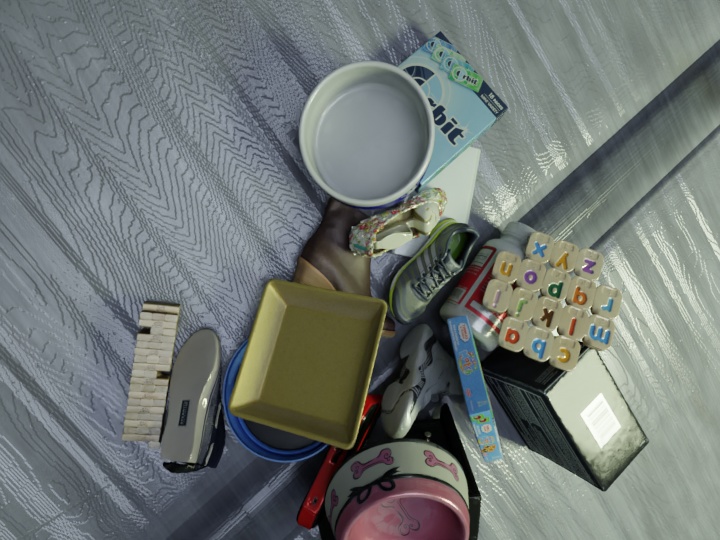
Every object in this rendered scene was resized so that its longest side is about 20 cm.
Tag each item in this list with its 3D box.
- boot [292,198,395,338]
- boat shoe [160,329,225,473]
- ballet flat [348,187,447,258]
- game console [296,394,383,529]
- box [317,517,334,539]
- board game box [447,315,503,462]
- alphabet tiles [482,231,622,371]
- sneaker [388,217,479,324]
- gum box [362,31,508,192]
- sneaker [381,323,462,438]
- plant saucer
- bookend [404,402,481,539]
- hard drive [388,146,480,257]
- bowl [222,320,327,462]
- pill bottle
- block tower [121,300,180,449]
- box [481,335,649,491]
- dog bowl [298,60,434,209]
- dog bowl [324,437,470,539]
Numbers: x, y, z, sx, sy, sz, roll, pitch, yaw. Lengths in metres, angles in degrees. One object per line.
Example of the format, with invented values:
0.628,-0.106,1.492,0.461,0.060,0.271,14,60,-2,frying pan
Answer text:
0.000,0.000,0.854,0.197,0.072,0.169,27,86,-14,boot
-0.238,0.199,0.805,0.073,0.093,0.205,2,67,16,boat shoe
0.072,-0.068,0.835,0.197,0.064,0.077,-29,127,-22,ballet flat
-0.024,0.285,0.823,0.031,0.177,0.203,26,86,14,game console
0.035,0.465,0.814,0.145,0.200,0.127,-18,114,-15,box
0.180,0.188,0.834,0.036,0.154,0.202,-14,141,9,board game box
0.293,0.044,0.821,0.196,0.015,0.199,19,72,11,alphabet tiles
0.116,-0.002,0.851,0.073,0.081,0.202,37,78,-16,sneaker
0.111,-0.257,0.865,0.199,0.045,0.171,-41,86,-10,gum box
0.107,0.195,0.864,0.114,0.075,0.202,40,47,-20,sneaker
-0.069,0.128,0.762,0.195,0.049,0.205,9,73,20,plant saucer
0.066,0.317,0.837,0.193,0.201,0.094,-3,116,-3,bookend
0.127,-0.119,0.910,0.129,0.026,0.206,10,91,-17,hard drive
-0.108,0.181,0.809,0.195,0.039,0.206,-1,73,4,bowl
0.231,0.023,0.903,0.112,0.112,0.202,38,83,-15,pill bottle
-0.306,0.151,0.783,0.056,0.054,0.206,7,91,-15,block tower
0.332,0.220,0.899,0.122,0.198,0.202,-37,102,-14,box
0.012,-0.194,0.790,0.194,0.079,0.206,0,90,7,dog bowl
0.051,0.319,0.686,0.194,0.074,0.205,-2,115,-5,dog bowl
